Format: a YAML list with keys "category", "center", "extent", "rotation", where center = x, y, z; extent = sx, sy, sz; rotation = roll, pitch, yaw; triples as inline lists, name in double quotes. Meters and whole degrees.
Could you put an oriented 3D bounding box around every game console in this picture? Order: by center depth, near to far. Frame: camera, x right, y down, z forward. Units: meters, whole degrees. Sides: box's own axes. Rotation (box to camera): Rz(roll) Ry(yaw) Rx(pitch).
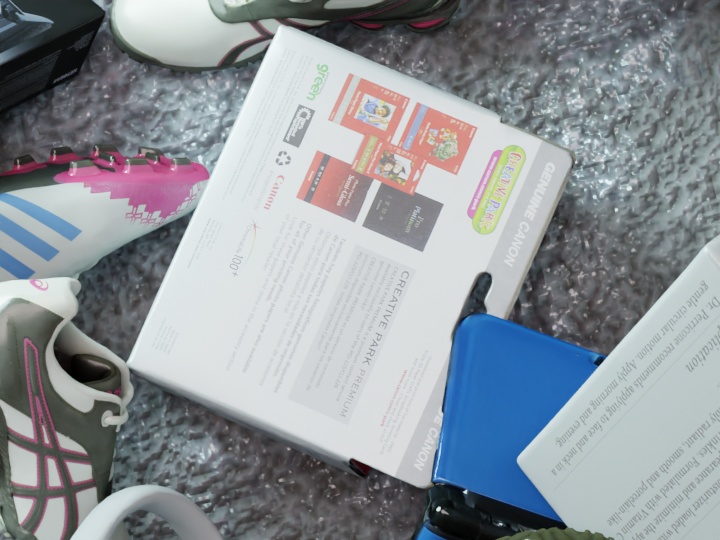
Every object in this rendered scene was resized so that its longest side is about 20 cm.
- category: "game console"
  center: [0.110, 0.145, 1.485]
  extent: [0.200, 0.118, 0.171]
  rotation: [20, 115, -14]

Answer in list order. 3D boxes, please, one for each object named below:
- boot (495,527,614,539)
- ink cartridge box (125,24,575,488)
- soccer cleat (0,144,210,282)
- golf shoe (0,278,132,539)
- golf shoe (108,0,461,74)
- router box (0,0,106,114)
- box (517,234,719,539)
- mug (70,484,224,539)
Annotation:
- category: "boot"
  center: [0.138, 0.228, 1.381]
  extent: [0.175, 0.066, 0.200]
  rotation: [5, 122, 40]
- category: "ink cartridge box"
  center: [0.000, 0.000, 1.538]
  extent: [0.175, 0.084, 0.200]
  rotation: [24, 84, 10]
- category: "soccer cleat"
  center: [-0.171, -0.017, 1.548]
  extent: [0.200, 0.070, 0.086]
  rotation: [-8, 104, -33]
- category: "golf shoe"
  center: [-0.151, 0.092, 1.491]
  extent: [0.088, 0.200, 0.077]
  rotation: [-19, 33, 11]
- category: "golf shoe"
  center: [-0.045, -0.160, 1.575]
  extent: [0.200, 0.088, 0.077]
  rotation: [-10, 80, 8]
- category: "router box"
  center: [-0.259, -0.138, 1.555]
  extent: [0.157, 0.200, 0.052]
  rotation: [42, 131, 14]
- category: "box"
  center: [0.217, 0.054, 1.399]
  extent: [0.200, 0.199, 0.131]
  rotation: [-27, 73, -40]
- category: "mug"
  center: [-0.118, 0.202, 1.449]
  extent: [0.148, 0.175, 0.200]
  rotation: [-9, 47, 39]
